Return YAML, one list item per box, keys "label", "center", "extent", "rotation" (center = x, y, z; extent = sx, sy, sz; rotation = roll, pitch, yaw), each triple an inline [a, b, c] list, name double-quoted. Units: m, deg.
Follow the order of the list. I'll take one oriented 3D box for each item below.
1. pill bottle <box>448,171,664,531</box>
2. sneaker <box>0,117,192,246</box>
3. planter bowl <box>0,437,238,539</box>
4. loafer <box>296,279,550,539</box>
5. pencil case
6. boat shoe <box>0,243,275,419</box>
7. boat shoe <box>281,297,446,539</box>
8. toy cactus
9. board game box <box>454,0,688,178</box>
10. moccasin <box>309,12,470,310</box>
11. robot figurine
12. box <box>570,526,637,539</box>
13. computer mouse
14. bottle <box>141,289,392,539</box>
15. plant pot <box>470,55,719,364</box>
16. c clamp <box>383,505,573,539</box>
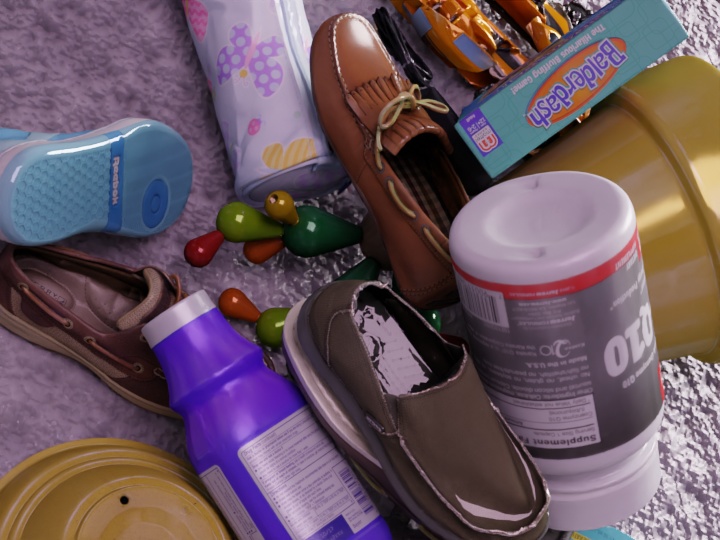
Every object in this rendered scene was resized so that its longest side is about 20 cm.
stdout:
- label: "pill bottle"
  center: [0.125, 0.051, 1.559]
  extent: [0.114, 0.114, 0.201]
  rotation: [-33, 126, -30]
- label: "sneaker"
  center: [-0.205, -0.065, 1.621]
  extent: [0.200, 0.130, 0.080]
  rotation: [-5, 104, -58]
- label: "planter bowl"
  center: [-0.138, 0.184, 1.535]
  extent: [0.199, 0.083, 0.202]
  rotation: [8, 66, -18]
- label: "loafer"
  center: [0.041, 0.085, 1.503]
  extent: [0.200, 0.070, 0.075]
  rotation: [47, 64, 0]
- label: "pencil case"
  center: [-0.066, -0.142, 1.700]
  extent: [0.083, 0.091, 0.201]
  rotation: [-9, 71, -25]
- label: "boat shoe"
  center: [-0.140, 0.033, 1.605]
  extent: [0.199, 0.072, 0.072]
  rotation: [27, 61, -9]
- label: "boat shoe"
  center: [0.022, 0.101, 1.564]
  extent: [0.200, 0.060, 0.072]
  rotation: [43, 64, -2]
- label: "toy cactus"
  center: [0.000, 0.000, 1.654]
  extent: [0.200, 0.102, 0.165]
  rotation: [35, 67, 4]
- label: "board game box"
  center: [0.135, -0.127, 1.656]
  extent: [0.152, 0.200, 0.045]
  rotation: [-35, 93, 7]
- label: "moccasin"
  center: [0.027, -0.076, 1.615]
  extent: [0.073, 0.078, 0.202]
  rotation: [-2, 64, -39]
- label: "robot figurine"
  center: [0.115, -0.165, 1.799]
  extent: [0.200, 0.058, 0.145]
  rotation: [44, 62, 1]
- label: "box"
  center: [0.113, 0.251, 1.626]
  extent: [0.082, 0.049, 0.201]
  rotation: [26, 61, -9]
- label: "computer mouse"
  center: [0.040, -0.113, 1.717]
  extent: [0.059, 0.034, 0.200]
  rotation: [48, 10, -39]
- label: "bottle"
  center: [-0.062, 0.108, 1.553]
  extent: [0.083, 0.065, 0.201]
  rotation: [-31, 87, -43]
- label: "plant pot"
  center: [0.170, -0.017, 1.694]
  extent: [0.188, 0.201, 0.202]
  rotation: [-22, 77, -12]
- label: "c clamp"
  center: [0.063, 0.135, 1.640]
  extent: [0.170, 0.027, 0.200]
  rotation: [20, 49, 21]
